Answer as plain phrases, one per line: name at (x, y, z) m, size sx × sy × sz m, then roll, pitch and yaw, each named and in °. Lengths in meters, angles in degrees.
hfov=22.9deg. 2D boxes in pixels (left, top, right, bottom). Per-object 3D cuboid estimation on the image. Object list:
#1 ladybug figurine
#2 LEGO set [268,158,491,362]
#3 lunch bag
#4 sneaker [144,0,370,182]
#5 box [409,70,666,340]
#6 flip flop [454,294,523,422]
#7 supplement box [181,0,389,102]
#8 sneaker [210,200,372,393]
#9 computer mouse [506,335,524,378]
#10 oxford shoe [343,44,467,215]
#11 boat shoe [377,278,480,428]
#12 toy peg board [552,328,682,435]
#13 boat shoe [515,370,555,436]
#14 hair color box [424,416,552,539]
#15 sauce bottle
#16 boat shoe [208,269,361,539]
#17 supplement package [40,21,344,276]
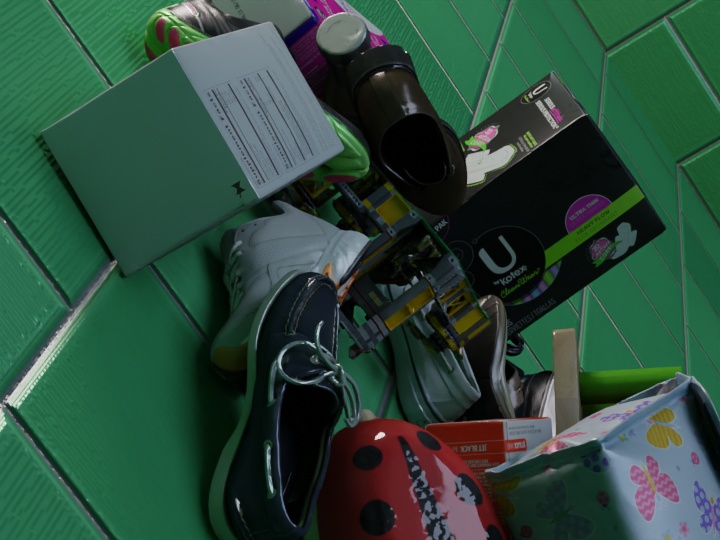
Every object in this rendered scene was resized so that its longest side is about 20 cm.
ladybug figurine at (0.037, 0.178, 1.146) m, size 0.136 × 0.072 × 0.200 m, roll -16°, pitch 70°, yaw -27°
LEGO set at (0.000, 0.000, 1.394) m, size 0.200 × 0.116 × 0.154 m, roll 51°, pitch -3°, yaw 17°
lunch bag at (0.204, 0.168, 1.203) m, size 0.200 × 0.127 × 0.170 m, roll -18°, pitch 86°, yaw -51°
sneaker at (-0.067, -0.143, 1.336) m, size 0.200 × 0.077 × 0.084 m, roll 39°, pitch 54°, yaw 4°
box at (0.149, -0.055, 1.637) m, size 0.149 × 0.200 × 0.124 m, roll 50°, pitch 10°, yaw -25°
flip flop at (0.108, 0.111, 1.496) m, size 0.058 × 0.081 × 0.200 m, roll 34°, pitch 35°, yaw -42°
supplement box at (-0.046, -0.176, 1.491) m, size 0.200 × 0.103 × 0.101 m, roll 32°, pitch 24°, yaw -57°
sneaker at (-0.070, 0.014, 1.237) m, size 0.092 × 0.076 × 0.200 m, roll 30°, pitch 30°, yaw 7°
computer mouse at (0.124, 0.087, 1.660) m, size 0.059 × 0.034 × 0.200 m, roll 29°, pitch 19°, yaw -4°
oxford shoe at (0.043, -0.086, 1.391) m, size 0.200 × 0.073 × 0.084 m, roll 51°, pitch 14°, yaw -57°
boat shoe at (0.061, 0.049, 1.492) m, size 0.074 × 0.067 × 0.200 m, roll 40°, pitch 27°, yaw -45°
toy peg board at (0.206, 0.178, 1.372) m, size 0.200 × 0.098 × 0.199 m, roll 74°, pitch 15°, yaw -52°
boat shoe at (0.138, 0.164, 1.510) m, size 0.074 × 0.068 × 0.199 m, roll 57°, pitch 40°, yaw -42°
hair color box at (0.098, 0.205, 1.250) m, size 0.111 × 0.064 × 0.200 m, roll 7°, pitch 80°, yaw -67°
sauce bottle at (0.006, -0.135, 1.436) m, size 0.200 × 0.065 × 0.065 m, roll 67°, pitch 4°, yaw -57°
boat shoe at (-0.039, 0.081, 1.103) m, size 0.075 × 0.062 × 0.200 m, roll 49°, pitch 43°, yaw -33°
supplement package at (-0.107, -0.087, 1.199) m, size 0.110 × 0.114 × 0.200 m, roll 60°, pitch 19°, yaw -3°
